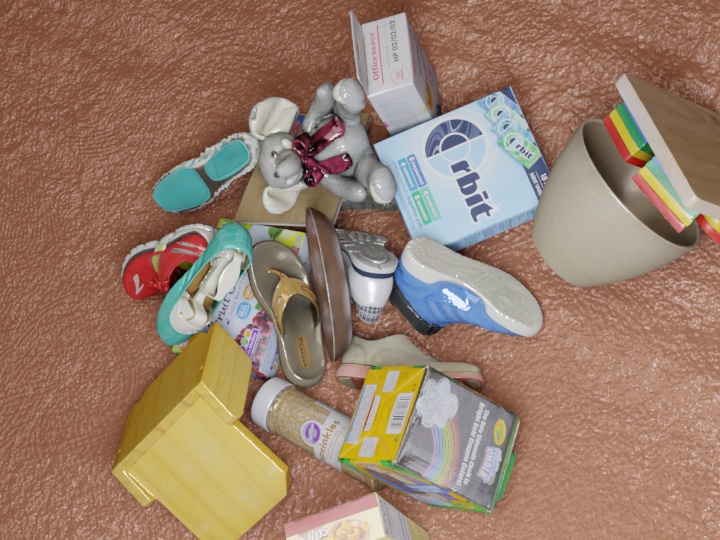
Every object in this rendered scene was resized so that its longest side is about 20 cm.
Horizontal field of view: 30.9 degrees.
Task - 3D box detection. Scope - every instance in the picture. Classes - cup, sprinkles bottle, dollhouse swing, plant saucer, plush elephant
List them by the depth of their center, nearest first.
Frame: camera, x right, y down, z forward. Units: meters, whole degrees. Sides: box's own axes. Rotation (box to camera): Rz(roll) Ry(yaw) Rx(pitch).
[{"bbox_3d":[0.293,-0.063,1.586,0.143,0.199,0.202,-45,55,31],"label":"cup"},{"bbox_3d":[-0.044,0.205,1.649,0.199,0.068,0.069,25,78,28],"label":"sprinkles bottle"},{"bbox_3d":[-0.039,0.016,1.668,0.032,0.201,0.202,-10,62,-7],"label":"plant saucer"},{"bbox_3d":[-0.187,0.217,1.680,0.200,0.175,0.182,-45,20,27],"label":"dollhouse swing"},{"bbox_3d":[-0.067,-0.155,1.715,0.154,0.166,0.200,-22,15,-13],"label":"plush elephant"}]

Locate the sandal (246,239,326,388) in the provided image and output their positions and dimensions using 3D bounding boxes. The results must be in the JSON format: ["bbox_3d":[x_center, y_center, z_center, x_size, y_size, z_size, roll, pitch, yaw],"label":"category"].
[{"bbox_3d":[-0.088,0.053,1.699,0.080,0.054,0.202,-15,83,-21],"label":"sandal"}]

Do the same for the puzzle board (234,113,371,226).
[{"bbox_3d":[-0.078,-0.142,1.823,0.149,0.017,0.201,2,54,23],"label":"puzzle board"}]

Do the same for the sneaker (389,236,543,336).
[{"bbox_3d":[0.127,0.045,1.658,0.198,0.112,0.077,26,46,-4],"label":"sneaker"}]

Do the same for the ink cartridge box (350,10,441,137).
[{"bbox_3d":[0.052,-0.259,1.742,0.067,0.200,0.116,-13,63,15],"label":"ink cartridge box"}]

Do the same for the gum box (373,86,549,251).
[{"bbox_3d":[0.139,-0.125,1.709,0.198,0.045,0.171,-22,71,1],"label":"gum box"}]

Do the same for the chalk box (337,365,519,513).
[{"bbox_3d":[0.097,0.208,1.543,0.123,0.199,0.125,-7,57,55],"label":"chalk box"}]

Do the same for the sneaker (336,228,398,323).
[{"bbox_3d":[0.000,0.000,1.686,0.075,0.200,0.081,3,107,-6],"label":"sneaker"}]

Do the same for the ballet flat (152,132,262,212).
[{"bbox_3d":[-0.210,-0.141,1.868,0.199,0.071,0.072,-24,59,31],"label":"ballet flat"}]

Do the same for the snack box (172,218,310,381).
[{"bbox_3d":[-0.157,0.038,1.776,0.141,0.053,0.202,9,71,26],"label":"snack box"}]

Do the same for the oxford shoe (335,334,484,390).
[{"bbox_3d":[0.063,0.114,1.648,0.198,0.071,0.075,3,66,22],"label":"oxford shoe"}]

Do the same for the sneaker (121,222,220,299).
[{"bbox_3d":[-0.265,0.003,1.785,0.199,0.077,0.086,-29,48,40],"label":"sneaker"}]

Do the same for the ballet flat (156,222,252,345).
[{"bbox_3d":[-0.205,0.029,1.696,0.201,0.067,0.071,-54,28,17],"label":"ballet flat"}]

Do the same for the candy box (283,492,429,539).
[{"bbox_3d":[0.004,0.321,1.502,0.114,0.200,0.056,-22,61,11],"label":"candy box"}]

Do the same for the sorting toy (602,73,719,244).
[{"bbox_3d":[0.394,-0.119,1.564,0.070,0.199,0.200,-45,49,32],"label":"sorting toy"}]

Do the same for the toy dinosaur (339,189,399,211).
[{"bbox_3d":[0.028,-0.114,1.780,0.198,0.047,0.089,-7,71,22],"label":"toy dinosaur"}]
